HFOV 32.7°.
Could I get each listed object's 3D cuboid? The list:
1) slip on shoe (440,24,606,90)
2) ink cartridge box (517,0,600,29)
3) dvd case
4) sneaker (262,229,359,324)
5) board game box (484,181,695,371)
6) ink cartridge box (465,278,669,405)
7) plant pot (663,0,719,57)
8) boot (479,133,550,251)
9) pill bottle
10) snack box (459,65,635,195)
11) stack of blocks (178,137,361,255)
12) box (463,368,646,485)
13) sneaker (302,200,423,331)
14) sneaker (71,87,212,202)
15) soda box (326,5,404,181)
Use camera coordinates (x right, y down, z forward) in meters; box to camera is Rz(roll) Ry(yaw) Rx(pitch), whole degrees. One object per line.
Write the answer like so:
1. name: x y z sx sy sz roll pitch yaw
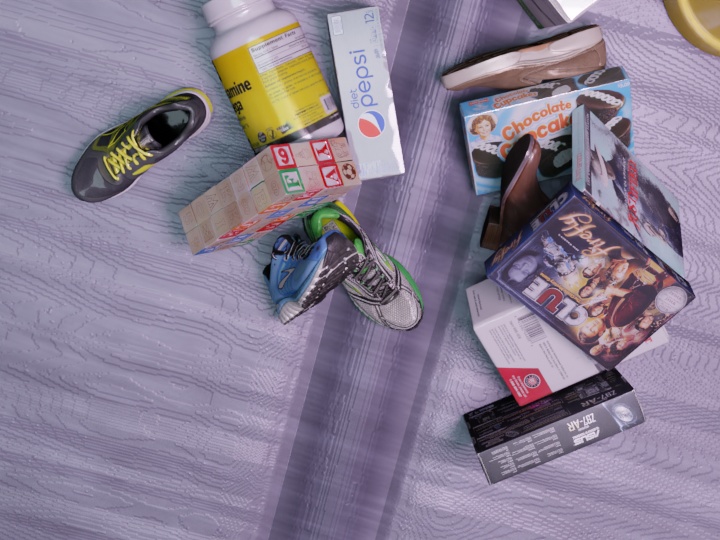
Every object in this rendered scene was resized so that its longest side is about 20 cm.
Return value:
1. slip on shoe: 0.197 -0.238 1.466 0.199 0.076 0.061 -17 104 -5
2. ink cartridge box: 0.250 -0.349 1.379 0.145 0.200 0.084 -37 98 6
3. dvd case: 0.313 -0.083 1.430 0.022 0.146 0.200 -30 125 35
4. sneaker: -0.073 -0.004 1.450 0.078 0.200 0.090 -33 85 -31
5. board game box: 0.256 0.011 1.371 0.200 0.035 0.135 36 114 -21
6. ink cartridge box: 0.248 0.054 1.470 0.199 0.084 0.144 -24 123 13
7. plant pot: 0.463 -0.340 1.391 0.200 0.189 0.202 0 101 -2
8. boot: 0.260 -0.072 1.464 0.199 0.064 0.187 13 140 -3
9. pill bottle: -0.108 -0.232 1.439 0.112 0.112 0.201 -24 99 3
10. snack box: 0.225 -0.166 1.469 0.199 0.037 0.116 -13 128 2
11. stack of blocks: -0.108 -0.085 1.426 0.200 0.115 0.059 -28 79 46
12. box: 0.231 0.179 1.492 0.199 0.160 0.044 -23 100 2
13. sneaker: 0.000 0.000 1.495 0.078 0.085 0.200 -43 99 6
14. sneaker: -0.269 -0.152 1.464 0.200 0.085 0.075 -38 98 5
15. soda box: 0.006 -0.211 1.466 0.063 0.068 0.201 -10 100 -1
